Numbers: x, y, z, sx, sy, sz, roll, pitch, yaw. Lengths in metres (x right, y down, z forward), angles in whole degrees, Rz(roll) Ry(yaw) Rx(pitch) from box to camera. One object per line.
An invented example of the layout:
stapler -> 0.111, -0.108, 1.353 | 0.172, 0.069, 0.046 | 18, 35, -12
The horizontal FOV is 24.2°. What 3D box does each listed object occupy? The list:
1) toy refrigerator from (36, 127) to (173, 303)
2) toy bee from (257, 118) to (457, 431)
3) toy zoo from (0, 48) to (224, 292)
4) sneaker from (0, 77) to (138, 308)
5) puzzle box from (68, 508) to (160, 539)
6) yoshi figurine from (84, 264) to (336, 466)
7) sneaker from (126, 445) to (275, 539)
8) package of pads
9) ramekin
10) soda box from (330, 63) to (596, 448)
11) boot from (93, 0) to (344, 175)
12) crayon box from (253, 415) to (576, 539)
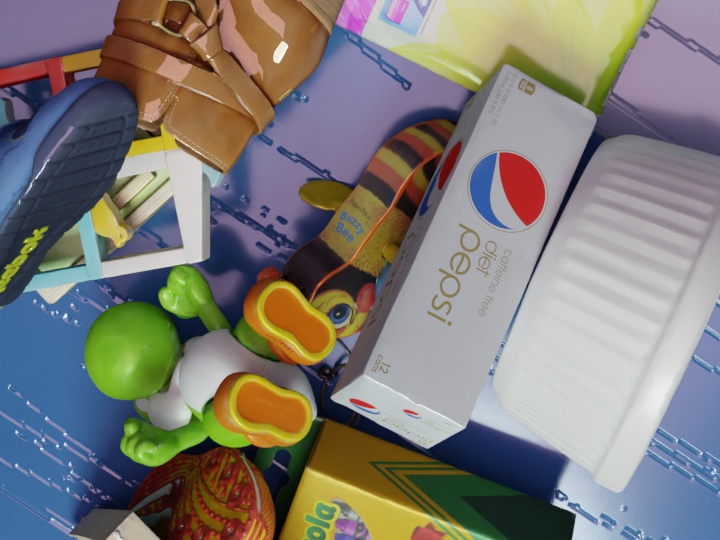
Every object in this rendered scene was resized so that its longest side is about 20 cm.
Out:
toy refrigerator -> -0.136, -0.075, 1.018 | 0.200, 0.070, 0.076 | -40, 96, 11
toy bee -> 0.000, 0.000, 0.993 | 0.131, 0.108, 0.201 | 12, 89, 46
toy zoo -> -0.167, -0.059, 0.981 | 0.199, 0.020, 0.132 | -10, 94, 10
sneaker -> -0.198, -0.048, 0.918 | 0.200, 0.074, 0.082 | -42, 74, 32
puzzle box -> -0.114, 0.199, 1.014 | 0.025, 0.200, 0.133 | -44, 95, -16
yoshi figurine -> -0.103, 0.055, 0.982 | 0.112, 0.200, 0.112 | -21, 93, -30
sneaker -> -0.080, 0.150, 1.007 | 0.077, 0.200, 0.073 | 38, 80, -14
package of pads -> 0.077, -0.187, 0.977 | 0.199, 0.068, 0.155 | 26, 104, -1
ramekin -> 0.149, 0.015, 0.954 | 0.094, 0.202, 0.203 | 26, 103, 10
soda box -> 0.058, -0.008, 0.918 | 0.063, 0.068, 0.201 | 27, 70, -7
boot -> -0.113, -0.160, 0.926 | 0.199, 0.074, 0.155 | 31, 87, 6
crayon box -> 0.018, 0.173, 1.045 | 0.199, 0.051, 0.127 | 20, 128, 1
